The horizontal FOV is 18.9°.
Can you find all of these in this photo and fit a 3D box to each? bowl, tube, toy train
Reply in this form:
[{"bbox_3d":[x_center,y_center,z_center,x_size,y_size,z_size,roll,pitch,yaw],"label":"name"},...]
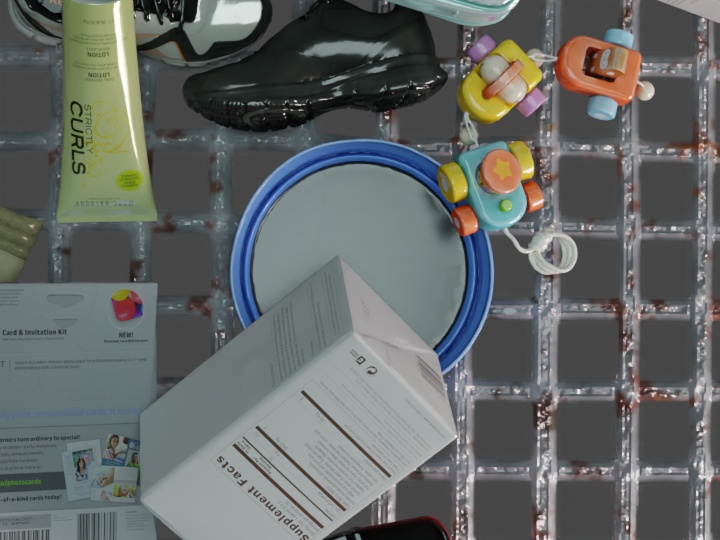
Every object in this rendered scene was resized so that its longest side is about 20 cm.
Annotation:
[{"bbox_3d":[0.000,0.000,1.647,0.200,0.039,0.201,0,89,-4],"label":"bowl"},{"bbox_3d":[-0.189,-0.119,1.598,0.058,0.052,0.200,25,130,29],"label":"tube"},{"bbox_3d":[0.142,-0.106,1.629,0.150,0.056,0.200,21,76,-9],"label":"toy train"}]

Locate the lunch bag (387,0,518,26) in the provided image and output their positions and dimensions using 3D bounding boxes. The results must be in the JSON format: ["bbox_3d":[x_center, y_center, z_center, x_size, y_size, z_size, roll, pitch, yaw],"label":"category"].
[{"bbox_3d":[0.037,-0.269,1.581,0.200,0.077,0.161,17,90,-4],"label":"lunch bag"}]

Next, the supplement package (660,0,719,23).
[{"bbox_3d":[0.302,-0.266,1.616,0.200,0.152,0.151,20,87,-3],"label":"supplement package"}]

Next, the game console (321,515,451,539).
[{"bbox_3d":[0.009,0.298,1.604,0.172,0.119,0.200,-21,90,-4],"label":"game console"}]

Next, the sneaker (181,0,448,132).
[{"bbox_3d":[-0.038,-0.159,1.639,0.200,0.076,0.091,-9,80,-11],"label":"sneaker"}]

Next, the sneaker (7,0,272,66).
[{"bbox_3d":[-0.165,-0.194,1.620,0.200,0.080,0.074,0,87,-6],"label":"sneaker"}]

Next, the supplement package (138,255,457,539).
[{"bbox_3d":[-0.049,0.112,1.562,0.200,0.121,0.120,-38,115,14],"label":"supplement package"}]

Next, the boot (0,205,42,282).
[{"bbox_3d":[-0.349,-0.002,1.604,0.200,0.073,0.156,19,89,-9],"label":"boot"}]

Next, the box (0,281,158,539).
[{"bbox_3d":[-0.226,0.109,1.598,0.156,0.041,0.200,0,91,-31],"label":"box"}]
